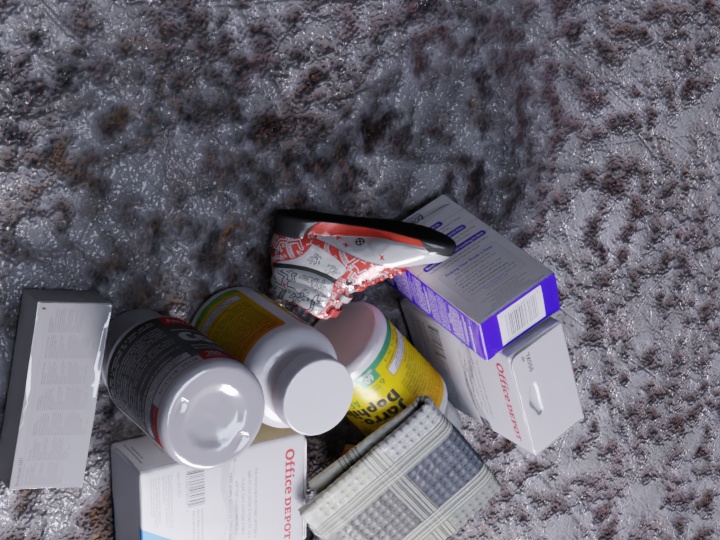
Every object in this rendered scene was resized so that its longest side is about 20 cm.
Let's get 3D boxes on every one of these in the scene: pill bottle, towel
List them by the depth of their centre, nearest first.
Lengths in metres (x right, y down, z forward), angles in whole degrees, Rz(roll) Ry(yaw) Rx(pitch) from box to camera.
[{"bbox_3d":[-0.189,0.112,1.528,0.113,0.200,0.115,-11,112,-29],"label":"pill bottle"},{"bbox_3d":[-0.092,0.098,1.585,0.111,0.200,0.112,-11,113,-29],"label":"pill bottle"},{"bbox_3d":[0.043,0.256,1.724,0.200,0.035,0.193,-41,129,-1],"label":"towel"},{"bbox_3d":[0.030,0.135,1.732,0.113,0.113,0.200,-49,126,-9],"label":"pill bottle"}]

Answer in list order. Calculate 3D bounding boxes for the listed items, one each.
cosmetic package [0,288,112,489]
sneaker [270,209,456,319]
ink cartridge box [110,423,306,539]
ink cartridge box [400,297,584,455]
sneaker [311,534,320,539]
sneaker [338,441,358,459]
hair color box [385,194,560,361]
[{"bbox_3d":[-0.314,0.121,1.543,0.082,0.051,0.201,3,105,-36],"label":"cosmetic package"},{"bbox_3d":[-0.001,0.000,1.653,0.200,0.067,0.109,7,105,-1],"label":"sneaker"},{"bbox_3d":[-0.166,0.249,1.663,0.199,0.086,0.147,-11,113,-31],"label":"ink cartridge box"},{"bbox_3d":[0.151,0.103,1.740,0.084,0.200,0.145,-33,125,-22],"label":"ink cartridge box"},{"bbox_3d":[-0.009,0.402,1.826,0.073,0.080,0.201,-28,122,-23],"label":"sneaker"},{"bbox_3d":[0.019,0.299,1.799,0.090,0.070,0.200,-51,122,-31],"label":"sneaker"},{"bbox_3d":[0.115,0.005,1.683,0.109,0.200,0.065,-33,136,-18],"label":"hair color box"}]
